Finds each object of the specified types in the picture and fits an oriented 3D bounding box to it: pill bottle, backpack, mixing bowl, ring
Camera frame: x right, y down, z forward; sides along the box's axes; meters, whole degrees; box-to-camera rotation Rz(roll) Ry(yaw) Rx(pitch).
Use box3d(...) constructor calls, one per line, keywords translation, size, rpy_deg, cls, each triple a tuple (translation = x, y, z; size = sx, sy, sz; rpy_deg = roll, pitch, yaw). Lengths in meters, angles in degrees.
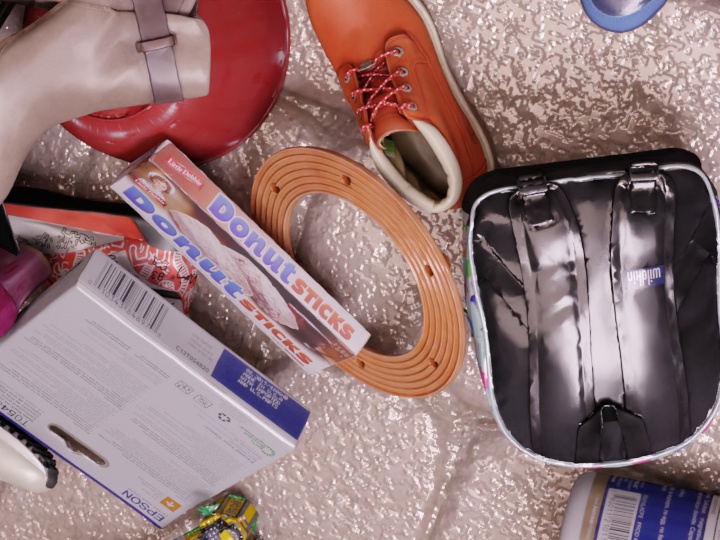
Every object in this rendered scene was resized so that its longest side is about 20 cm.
box3d(translation=(0.237, 0.212, 1.469), size=(0.199, 0.116, 0.116), rpy_deg=(11, 106, 13), cls="pill bottle")
box3d(translation=(0.156, 0.026, 1.421), size=(0.177, 0.151, 0.201), rpy_deg=(-8, 97, 2), cls="backpack")
box3d(translation=(-0.159, -0.159, 1.489), size=(0.199, 0.108, 0.201), rpy_deg=(4, 105, 15), cls="mixing bowl")
box3d(translation=(0.000, 0.000, 1.480), size=(0.200, 0.019, 0.201), rpy_deg=(32, 141, 31), cls="ring")

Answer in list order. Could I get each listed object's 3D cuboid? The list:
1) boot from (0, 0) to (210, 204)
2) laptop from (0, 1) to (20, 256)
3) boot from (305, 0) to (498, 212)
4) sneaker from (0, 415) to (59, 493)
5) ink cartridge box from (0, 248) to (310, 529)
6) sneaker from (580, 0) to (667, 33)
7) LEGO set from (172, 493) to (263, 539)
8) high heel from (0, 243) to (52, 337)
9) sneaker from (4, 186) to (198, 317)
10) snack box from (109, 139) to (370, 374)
box3d(translation=(-0.171, -0.130, 1.391), size=(0.145, 0.070, 0.201), rpy_deg=(7, 97, -9), cls="boot")
box3d(translation=(-0.275, -0.144, 1.511), size=(0.187, 0.116, 0.201), rpy_deg=(23, 80, 48), cls="laptop")
box3d(translation=(0.020, -0.127, 1.450), size=(0.075, 0.107, 0.200), rpy_deg=(-33, 92, 21), cls="boot")
box3d(translation=(-0.323, 0.134, 1.609), size=(0.199, 0.070, 0.094), rpy_deg=(28, 86, 11), cls="sneaker")
box3d(translation=(-0.165, 0.090, 1.539), size=(0.199, 0.041, 0.200), rpy_deg=(38, 140, -16), cls="ink cartridge box")
box3d(translation=(0.197, -0.245, 1.386), size=(0.074, 0.082, 0.201), rpy_deg=(29, 111, 5), cls="sneaker")
box3d(translation=(-0.107, 0.277, 1.567), size=(0.153, 0.116, 0.201), rpy_deg=(-20, 103, 18), cls="LEGO set")
box3d(translation=(-0.317, 0.017, 1.548), size=(0.199, 0.096, 0.068), rpy_deg=(-4, 124, 46), cls="high heel")
box3d(translation=(-0.217, 0.001, 1.564), size=(0.200, 0.067, 0.109), rpy_deg=(8, 103, 10), cls="sneaker")
box3d(translation=(-0.084, -0.007, 1.496), size=(0.200, 0.024, 0.072), rpy_deg=(44, 150, -13), cls="snack box")
